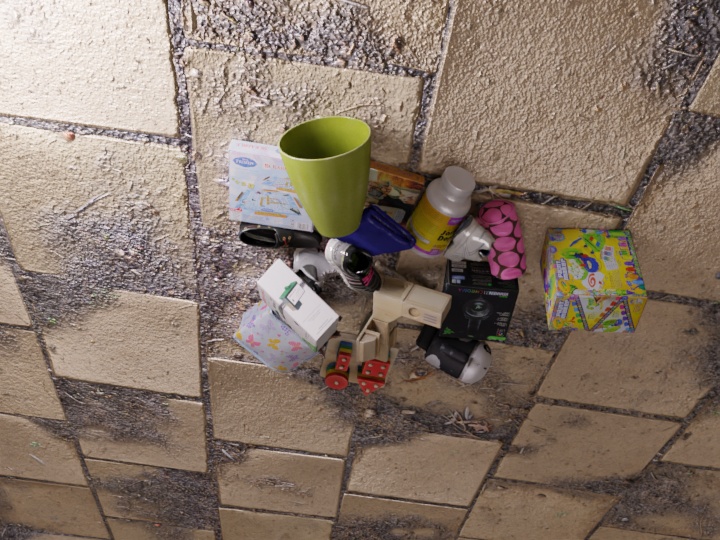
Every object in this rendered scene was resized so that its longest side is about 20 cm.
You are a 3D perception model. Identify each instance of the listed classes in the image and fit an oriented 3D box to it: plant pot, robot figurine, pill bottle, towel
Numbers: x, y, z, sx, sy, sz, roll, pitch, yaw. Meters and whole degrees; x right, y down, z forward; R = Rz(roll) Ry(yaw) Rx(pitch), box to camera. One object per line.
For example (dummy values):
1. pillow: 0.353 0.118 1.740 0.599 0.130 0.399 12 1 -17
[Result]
1. plant pot: -0.058 -0.177 1.403 0.183 0.189 0.203 -2 126 9
2. robot figurine: 0.246 0.207 1.817 0.198 0.151 0.126 29 134 12
3. pill bottle: 0.174 -0.128 1.512 0.102 0.106 0.201 16 136 -11
4. towel: 0.019 -0.087 1.561 0.146 0.050 0.199 31 160 -28

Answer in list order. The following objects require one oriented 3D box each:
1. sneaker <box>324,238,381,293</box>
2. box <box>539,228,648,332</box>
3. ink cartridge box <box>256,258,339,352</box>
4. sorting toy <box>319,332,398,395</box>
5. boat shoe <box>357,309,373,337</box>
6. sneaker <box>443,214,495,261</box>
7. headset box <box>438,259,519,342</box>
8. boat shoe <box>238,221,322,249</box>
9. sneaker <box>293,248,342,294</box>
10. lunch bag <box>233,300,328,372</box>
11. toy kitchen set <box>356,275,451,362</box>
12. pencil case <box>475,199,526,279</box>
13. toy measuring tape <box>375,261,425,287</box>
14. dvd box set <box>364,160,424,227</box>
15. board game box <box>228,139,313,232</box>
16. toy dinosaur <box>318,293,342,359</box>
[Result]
1. sneaker: 0.000 0.000 1.623 0.087 0.075 0.200 17 159 44
2. box: 0.513 0.019 1.556 0.188 0.203 0.123 2 138 5
3. ink cartridge box: -0.149 0.085 1.655 0.200 0.084 0.146 42 164 9
4. sorting toy: -0.008 0.277 1.978 0.196 0.070 0.201 11 136 -6
5. boat shoe: 0.058 0.136 1.823 0.071 0.071 0.202 26 130 -13
6. sneaker: 0.240 -0.049 1.540 0.087 0.075 0.200 37 169 6
7. headset box: 0.285 0.080 1.720 0.170 0.094 0.202 6 134 1
8. boat shoe: -0.188 -0.078 1.637 0.197 0.064 0.074 10 134 -6
9. sneaker: -0.073 0.017 1.681 0.196 0.117 0.076 13 137 -7
10. lunch bag: -0.206 0.168 1.849 0.169 0.128 0.200 -34 113 34
11. toy kitchen set: 0.101 0.159 1.665 0.177 0.164 0.203 16 128 19
12. pencil case: 0.319 -0.064 1.576 0.093 0.091 0.202 -34 130 -10
13. toy measuring tape: 0.108 0.052 1.735 0.198 0.074 0.074 30 132 -13
14. dvd box set: 0.027 -0.174 1.534 0.196 0.030 0.147 15 136 -10
15. board game box: -0.191 -0.184 1.540 0.196 0.042 0.202 9 136 -3
16. toy dinosaur: -0.121 0.123 1.763 0.085 0.204 0.134 -19 145 41
